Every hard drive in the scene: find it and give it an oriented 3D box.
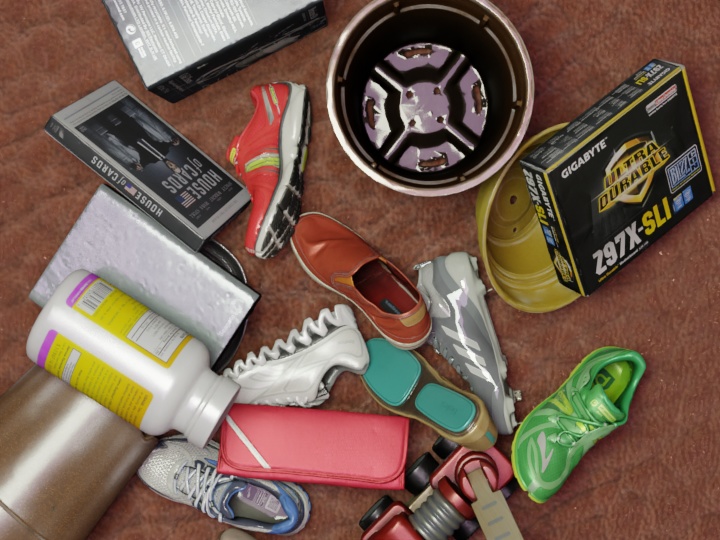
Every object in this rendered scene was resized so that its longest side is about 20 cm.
[{"bbox_3d":[-0.219,0.026,1.548,0.199,0.033,0.140,35,94,2],"label":"hard drive"}]

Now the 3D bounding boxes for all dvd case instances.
[{"bbox_3d":[-0.216,-0.111,1.583,0.199,0.150,0.025,38,116,0],"label":"dvd case"}]

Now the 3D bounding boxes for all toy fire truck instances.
[{"bbox_3d":[0.094,0.261,1.553,0.176,0.200,0.129,-45,89,1],"label":"toy fire truck"}]

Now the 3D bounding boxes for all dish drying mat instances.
[{"bbox_3d":[-0.049,0.183,1.583,0.197,0.018,0.078,5,78,-1],"label":"dish drying mat"}]

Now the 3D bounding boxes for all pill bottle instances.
[{"bbox_3d":[-0.218,0.091,1.481,0.199,0.104,0.105,32,91,2],"label":"pill bottle"}]

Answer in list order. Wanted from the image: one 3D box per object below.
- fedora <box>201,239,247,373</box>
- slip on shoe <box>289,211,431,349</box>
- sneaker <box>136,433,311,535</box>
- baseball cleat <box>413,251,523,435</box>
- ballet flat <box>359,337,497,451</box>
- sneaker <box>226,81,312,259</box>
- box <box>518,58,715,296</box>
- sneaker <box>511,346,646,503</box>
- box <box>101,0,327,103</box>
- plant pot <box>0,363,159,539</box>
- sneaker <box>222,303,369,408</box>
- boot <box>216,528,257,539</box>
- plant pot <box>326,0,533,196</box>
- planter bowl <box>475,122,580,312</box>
[{"bbox_3d":[-0.216,0.045,1.610,0.197,0.090,0.179,-17,90,1],"label":"fedora"},{"bbox_3d":[0.000,0.000,1.594,0.074,0.062,0.200,-36,62,-21],"label":"slip on shoe"},{"bbox_3d":[-0.148,0.229,1.615,0.197,0.085,0.078,17,91,1],"label":"sneaker"},{"bbox_3d":[0.105,0.085,1.624,0.105,0.070,0.203,-15,81,7],"label":"baseball cleat"},{"bbox_3d":[0.069,0.136,1.591,0.069,0.200,0.063,-52,133,-3],"label":"ballet flat"},{"bbox_3d":[-0.103,-0.106,1.609,0.084,0.077,0.203,5,68,11],"label":"sneaker"},{"bbox_3d":[0.266,-0.095,1.553,0.199,0.049,0.161,-36,126,-20],"label":"box"},{"bbox_3d":[0.226,0.151,1.578,0.074,0.083,0.201,41,68,-6],"label":"sneaker"},{"bbox_3d":[-0.146,-0.272,1.551,0.195,0.200,0.125,-28,92,2],"label":"box"},{"bbox_3d":[-0.326,0.198,1.572,0.200,0.200,0.199,42,84,0],"label":"plant pot"},{"bbox_3d":[-0.082,0.116,1.611,0.199,0.075,0.082,-31,78,3],"label":"sneaker"},{"bbox_3d":[-0.043,0.332,1.592,0.145,0.070,0.201,-26,110,35],"label":"boot"},{"bbox_3d":[0.066,-0.173,1.541,0.197,0.198,0.203,0,91,0],"label":"plant pot"},{"bbox_3d":[0.182,-0.065,1.587,0.198,0.083,0.203,-13,114,-31],"label":"planter bowl"}]
